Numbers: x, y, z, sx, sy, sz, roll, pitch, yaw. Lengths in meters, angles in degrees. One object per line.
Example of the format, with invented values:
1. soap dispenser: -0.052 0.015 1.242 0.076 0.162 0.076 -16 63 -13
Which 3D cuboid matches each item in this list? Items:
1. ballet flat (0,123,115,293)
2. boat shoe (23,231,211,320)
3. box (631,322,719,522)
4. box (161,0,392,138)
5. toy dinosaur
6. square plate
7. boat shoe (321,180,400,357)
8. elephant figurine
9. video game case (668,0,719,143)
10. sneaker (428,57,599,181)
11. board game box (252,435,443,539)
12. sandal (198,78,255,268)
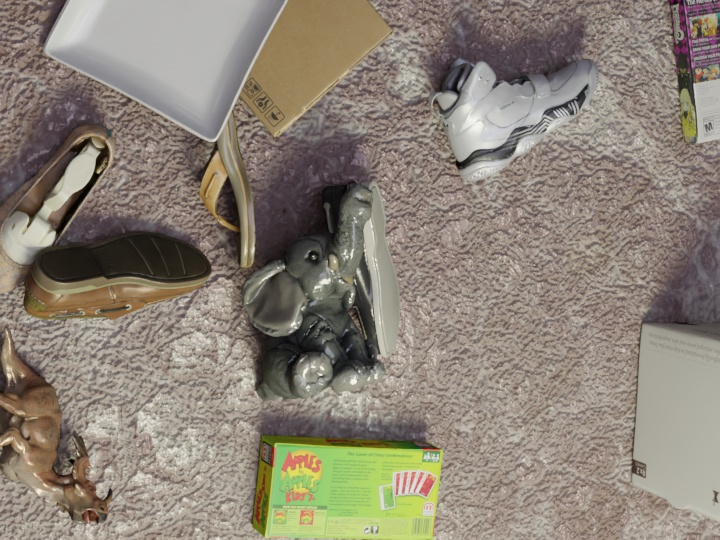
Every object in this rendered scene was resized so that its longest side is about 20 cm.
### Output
1. ballet flat: -0.311 -0.063 1.621 0.068 0.067 0.201 36 82 -21
2. boat shoe: -0.248 0.010 1.660 0.198 0.072 0.068 -1 136 -34
3. box: 0.419 0.169 1.873 0.129 0.199 0.203 1 96 -23
4. box: -0.089 -0.263 1.657 0.163 0.021 0.200 -41 87 2
5. toy dinosaur: -0.323 0.159 1.637 0.134 0.086 0.203 -3 81 -32
6. square plate: -0.186 -0.259 1.635 0.198 0.028 0.200 28 89 2
7. boat shoe: 0.000 0.000 1.759 0.060 0.074 0.202 -1 118 18
8. elephant figurine: -0.049 0.025 1.696 0.153 0.141 0.202 -12 90 -5
9. video game case: 0.461 -0.255 1.933 0.198 0.036 0.184 -12 100 -21
10. sneaker: 0.167 -0.197 1.797 0.199 0.075 0.115 -38 111 -11
11. board game box: -0.013 0.237 1.786 0.198 0.048 0.103 5 93 -23
12. sandal: -0.144 -0.100 1.685 0.053 0.080 0.202 -12 99 -4
